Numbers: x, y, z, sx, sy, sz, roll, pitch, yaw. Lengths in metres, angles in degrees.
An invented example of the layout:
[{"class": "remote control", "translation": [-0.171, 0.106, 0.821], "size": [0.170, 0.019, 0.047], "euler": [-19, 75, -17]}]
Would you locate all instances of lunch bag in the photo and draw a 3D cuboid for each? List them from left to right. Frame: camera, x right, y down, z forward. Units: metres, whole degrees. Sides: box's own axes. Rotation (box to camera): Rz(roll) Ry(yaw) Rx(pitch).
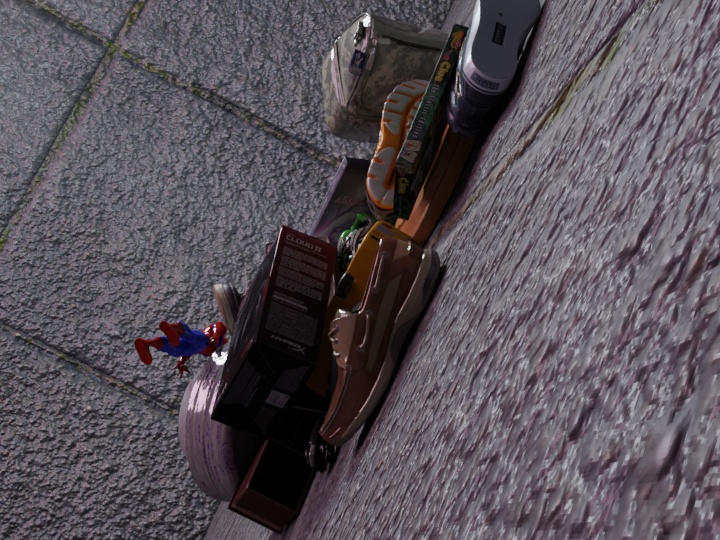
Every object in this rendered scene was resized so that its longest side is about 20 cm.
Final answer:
[{"class": "lunch bag", "translation": [0.057, -0.263, 1.354], "size": [0.168, 0.197, 0.141], "euler": [133, 138, -55]}]

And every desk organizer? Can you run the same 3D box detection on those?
[{"class": "desk organizer", "translation": [-0.078, 0.197, 1.187], "size": [0.077, 0.071, 0.202], "euler": [-54, 11, 55]}]

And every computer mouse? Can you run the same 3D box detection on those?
[{"class": "computer mouse", "translation": [-0.011, 0.099, 1.045], "size": [0.202, 0.052, 0.139], "euler": [-62, 3, 25]}]

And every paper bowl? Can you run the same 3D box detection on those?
[{"class": "paper bowl", "translation": [-0.151, 0.188, 1.265], "size": [0.200, 0.103, 0.204], "euler": [-5, -85, -61]}]

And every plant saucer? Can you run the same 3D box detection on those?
[{"class": "plant saucer", "translation": [0.084, -0.100, 1.211], "size": [0.202, 0.032, 0.200], "euler": [-64, 3, 6]}]

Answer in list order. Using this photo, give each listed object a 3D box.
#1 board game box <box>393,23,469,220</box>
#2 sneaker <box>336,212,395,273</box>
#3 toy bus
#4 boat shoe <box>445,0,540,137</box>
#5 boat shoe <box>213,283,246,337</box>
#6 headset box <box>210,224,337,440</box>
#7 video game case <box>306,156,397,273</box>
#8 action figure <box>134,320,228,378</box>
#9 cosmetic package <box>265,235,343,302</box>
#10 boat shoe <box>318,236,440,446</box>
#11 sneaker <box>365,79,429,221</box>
[{"class": "board game box", "translation": [0.079, -0.165, 1.115], "size": [0.105, 0.023, 0.202], "euler": [85, -155, -60]}, {"class": "sneaker", "translation": [0.000, 0.000, 1.299], "size": [0.078, 0.084, 0.201], "euler": [-60, 6, 36]}, {"class": "toy bus", "translation": [-0.005, 0.049, 1.143], "size": [0.202, 0.065, 0.078], "euler": [-62, -3, 26]}, {"class": "boat shoe", "translation": [0.137, -0.236, 1.093], "size": [0.091, 0.070, 0.202], "euler": [117, 177, -49]}, {"class": "boat shoe", "translation": [-0.140, 0.066, 1.327], "size": [0.201, 0.064, 0.073], "euler": [68, 180, -59]}, {"class": "headset box", "translation": [-0.094, 0.061, 1.134], "size": [0.202, 0.076, 0.149], "euler": [-83, 19, -45]}, {"class": "video game case", "translation": [0.002, -0.069, 1.402], "size": [0.201, 0.141, 0.019], "euler": [-60, 39, 37]}, {"class": "action figure", "translation": [-0.206, 0.092, 1.238], "size": [0.065, 0.052, 0.200], "euler": [-38, -10, 11]}, {"class": "cosmetic package", "translation": [-0.066, 0.034, 1.356], "size": [0.200, 0.086, 0.105], "euler": [67, -164, -74]}, {"class": "boat shoe", "translation": [0.004, 0.062, 0.931], "size": [0.202, 0.071, 0.076], "euler": [-64, 4, -5]}, {"class": "sneaker", "translation": [0.050, -0.149, 1.227], "size": [0.077, 0.077, 0.202], "euler": [105, -170, -63]}]
